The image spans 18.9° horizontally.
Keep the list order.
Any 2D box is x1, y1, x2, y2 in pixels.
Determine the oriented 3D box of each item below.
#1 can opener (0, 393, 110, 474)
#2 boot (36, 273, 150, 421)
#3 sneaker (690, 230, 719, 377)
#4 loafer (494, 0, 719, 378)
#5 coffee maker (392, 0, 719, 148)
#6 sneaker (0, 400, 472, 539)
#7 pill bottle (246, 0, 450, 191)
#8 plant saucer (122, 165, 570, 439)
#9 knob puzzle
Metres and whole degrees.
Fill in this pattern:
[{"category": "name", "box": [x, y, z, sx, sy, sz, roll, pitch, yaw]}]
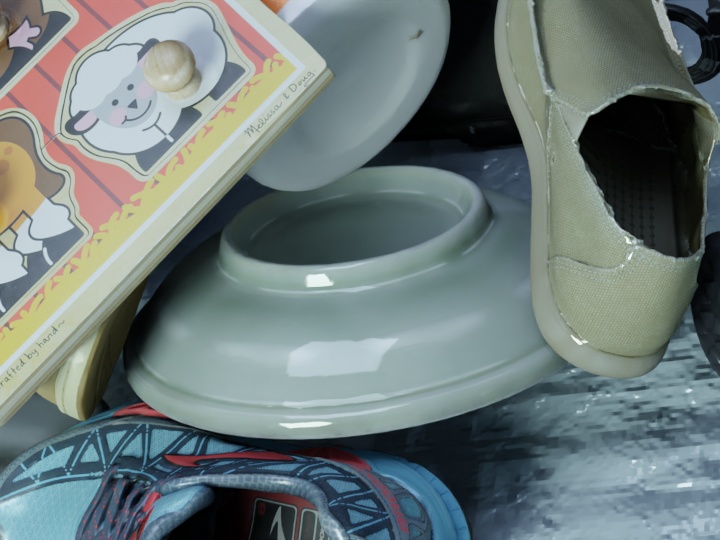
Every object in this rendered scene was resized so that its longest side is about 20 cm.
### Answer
[{"category": "can opener", "box": [-0.181, 0.057, 0.943, 0.200, 0.053, 0.067, 3, 49, 29]}, {"category": "boot", "box": [-0.163, -0.012, 0.865, 0.200, 0.155, 0.073, -111, 46, -75]}, {"category": "sneaker", "box": [0.212, 0.026, 0.777, 0.200, 0.072, 0.083, 20, 34, 40]}, {"category": "loafer", "box": [0.101, -0.058, 0.823, 0.068, 0.076, 0.200, -46, 41, 50]}, {"category": "coffee maker", "box": [0.082, -0.161, 1.004, 0.192, 0.135, 0.200, 13, 50, 6]}, {"category": "sneaker", "box": [-0.064, 0.089, 0.794, 0.200, 0.095, 0.080, 0, 88, 28]}, {"category": "pill bottle", "box": [-0.065, -0.131, 0.893, 0.110, 0.110, 0.200, -39, 60, -15]}, {"category": "plant saucer", "box": [0.000, 0.000, 0.859, 0.200, 0.050, 0.200, -9, 23, 4]}, {"category": "knob puzzle", "box": [-0.135, -0.069, 0.811, 0.219, 0.030, 0.220, -9, 63, 18]}]
